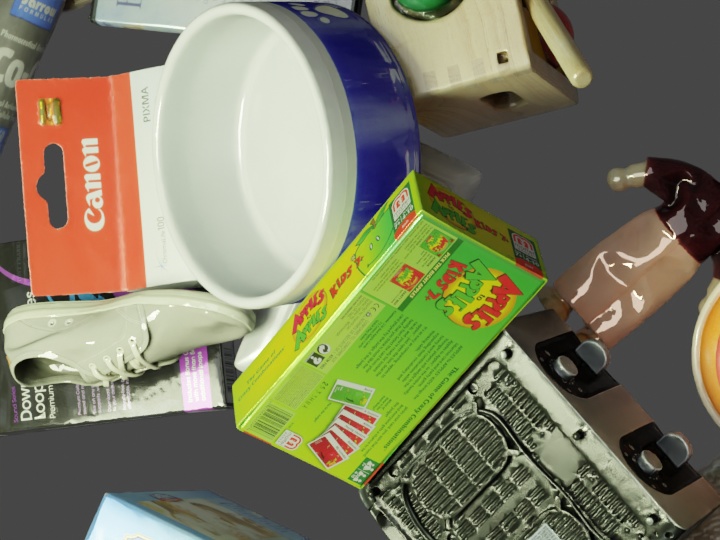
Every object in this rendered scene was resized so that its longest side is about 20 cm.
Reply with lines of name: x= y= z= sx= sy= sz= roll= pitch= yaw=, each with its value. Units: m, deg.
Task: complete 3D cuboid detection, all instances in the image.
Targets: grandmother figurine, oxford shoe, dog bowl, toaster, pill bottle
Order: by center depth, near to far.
toaster: x=0.115 y=0.151 z=1.531 sx=0.181 sy=0.119 sz=0.200 roll=49 pitch=118 yaw=14
dog bowl: x=-0.051 y=-0.078 z=1.534 sx=0.200 sy=0.079 sz=0.201 roll=11 pitch=104 yaw=51
grandmother figurine: x=0.214 y=-0.025 z=1.574 sx=0.200 sy=0.061 sz=0.121 roll=-37 pitch=103 yaw=8
oxford shoe: x=-0.164 y=0.052 z=1.635 sx=0.200 sy=0.075 sz=0.058 roll=-7 pitch=61 yaw=23
pill bottle: x=-0.284 y=-0.185 z=1.711 sx=0.114 sy=0.114 sz=0.200 roll=24 pitch=93 yaw=18

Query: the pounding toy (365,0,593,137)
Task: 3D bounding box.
pounding toy: x=0.086 y=-0.180 z=1.550 sx=0.142 sy=0.200 sz=0.184 roll=-14 pitch=81 yaw=15

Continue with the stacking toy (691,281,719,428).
stacking toy: x=0.281 y=0.061 z=1.462 sx=0.146 sy=0.200 sz=0.146 roll=0 pitch=93 yaw=9

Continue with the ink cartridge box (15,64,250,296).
ink cartridge box: x=-0.137 y=-0.068 z=1.643 sx=0.200 sy=0.047 sz=0.160 roll=-4 pitch=83 yaw=-14

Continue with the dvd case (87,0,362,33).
dvd case: x=-0.089 y=-0.235 z=1.640 sx=0.200 sy=0.018 sz=0.143 roll=7 pitch=88 yaw=17

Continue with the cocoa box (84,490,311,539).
cocoa box: x=-0.107 y=0.232 z=1.573 sx=0.133 sy=0.200 sz=0.131 roll=24 pitch=92 yaw=17

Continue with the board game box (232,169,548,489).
board game box: x=0.016 y=0.040 z=1.480 sx=0.101 sy=0.048 sz=0.200 roll=28 pitch=118 yaw=-25

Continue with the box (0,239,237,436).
box: x=-0.192 y=0.042 z=1.703 sx=0.200 sy=0.036 sz=0.143 roll=-8 pitch=83 yaw=17

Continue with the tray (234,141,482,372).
tray: x=0.000 y=0.000 z=1.628 sx=0.107 sy=0.022 sz=0.200 roll=25 pitch=93 yaw=-14
